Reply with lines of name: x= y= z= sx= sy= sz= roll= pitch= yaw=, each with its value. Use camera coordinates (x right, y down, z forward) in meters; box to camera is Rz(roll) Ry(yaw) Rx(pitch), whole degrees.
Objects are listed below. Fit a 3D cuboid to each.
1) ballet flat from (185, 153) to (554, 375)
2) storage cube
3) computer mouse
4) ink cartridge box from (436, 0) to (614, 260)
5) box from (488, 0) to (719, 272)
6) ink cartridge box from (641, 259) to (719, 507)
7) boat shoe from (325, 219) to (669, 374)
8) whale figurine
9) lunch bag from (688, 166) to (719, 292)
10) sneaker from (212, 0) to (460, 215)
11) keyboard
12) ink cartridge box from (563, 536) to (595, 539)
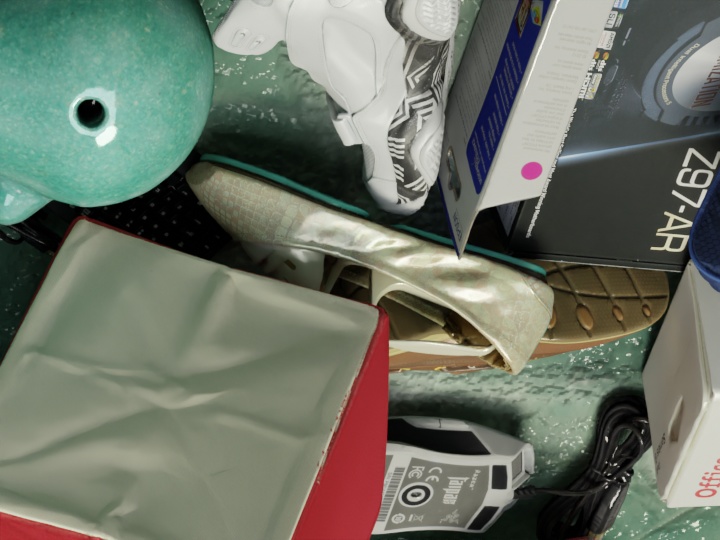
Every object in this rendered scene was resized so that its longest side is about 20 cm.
ballet flat: x=0.000 y=0.000 z=1.432 sx=0.199 sy=0.063 sz=0.067 roll=19 pitch=170 yaw=0
storage cube: x=-0.093 y=0.109 z=1.414 sx=0.170 sy=0.201 sz=0.180 roll=17 pitch=147 yaw=10
computer mouse: x=0.058 y=0.109 z=1.587 sx=0.198 sy=0.044 sz=0.110 roll=5 pitch=132 yaw=-20
ink cartridge box: x=0.082 y=-0.109 z=1.383 sx=0.037 sy=0.095 sz=0.201 roll=10 pitch=126 yaw=-17
box: x=0.168 y=-0.091 z=1.437 sx=0.159 sy=0.044 sz=0.201 roll=5 pitch=127 yaw=-19
ink cartridge box: x=0.261 y=0.058 z=1.518 sx=0.198 sy=0.088 sz=0.146 roll=-4 pitch=153 yaw=-7
boat shoe: x=0.062 y=0.018 z=1.505 sx=0.198 sy=0.073 sz=0.068 roll=-5 pitch=159 yaw=-11
whale figurine: x=-0.166 y=-0.091 z=1.337 sx=0.198 sy=0.104 sz=0.160 roll=1 pitch=113 yaw=-11
lunch bag: x=0.262 y=-0.009 z=1.375 sx=0.132 sy=0.199 sz=0.136 roll=44 pitch=69 yaw=-48
sneaker: x=-0.011 y=-0.110 z=1.386 sx=0.114 sy=0.075 sz=0.201 roll=8 pitch=139 yaw=2
keyboard: x=-0.151 y=-0.048 z=1.432 sx=0.104 sy=0.040 sz=0.200 roll=-40 pitch=122 yaw=20
ink cartridge box: x=0.085 y=0.267 z=1.608 sx=0.144 sy=0.083 sz=0.201 roll=-13 pitch=105 yaw=18
